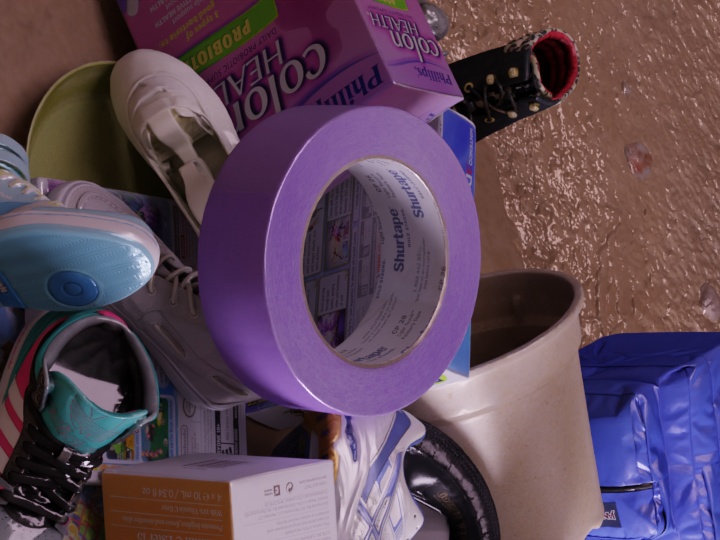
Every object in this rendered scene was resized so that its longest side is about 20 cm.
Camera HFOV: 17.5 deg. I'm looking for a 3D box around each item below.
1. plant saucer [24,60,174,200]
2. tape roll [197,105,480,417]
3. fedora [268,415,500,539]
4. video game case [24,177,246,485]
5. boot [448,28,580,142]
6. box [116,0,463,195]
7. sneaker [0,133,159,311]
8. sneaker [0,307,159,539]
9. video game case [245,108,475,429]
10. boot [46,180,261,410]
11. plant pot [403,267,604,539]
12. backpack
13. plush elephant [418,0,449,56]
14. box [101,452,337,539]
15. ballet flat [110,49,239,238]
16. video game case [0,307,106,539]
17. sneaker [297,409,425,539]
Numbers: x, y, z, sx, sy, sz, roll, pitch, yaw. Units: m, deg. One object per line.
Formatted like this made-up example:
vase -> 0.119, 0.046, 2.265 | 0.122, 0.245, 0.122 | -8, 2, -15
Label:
plant saucer -> -0.165, -0.047, 1.636 | 0.200, 0.031, 0.200 | 21, 61, -44
tape roll -> -0.011, -0.007, 1.520 | 0.200, 0.066, 0.200 | -4, 96, -44
fedora -> -0.003, 0.190, 1.666 | 0.200, 0.092, 0.201 | 2, 84, -25
video game case -> -0.150, 0.046, 1.578 | 0.182, 0.024, 0.200 | 9, 74, -46
boot -> 0.071, -0.123, 1.836 | 0.204, 0.154, 0.074 | -42, 107, -48
box -> -0.055, -0.164, 1.650 | 0.097, 0.176, 0.200 | 4, 58, -58
sneaker -> -0.211, -0.041, 1.465 | 0.080, 0.200, 0.131 | 72, 23, -43
sneaker -> -0.182, 0.108, 1.432 | 0.084, 0.121, 0.200 | 21, 69, -24
video game case -> 0.000, 0.000, 1.688 | 0.045, 0.181, 0.200 | 27, 57, -42
boot -> -0.115, 0.010, 1.535 | 0.200, 0.095, 0.074 | 48, 49, -28
plant pot -> 0.097, 0.123, 1.763 | 0.200, 0.200, 0.184 | -39, 116, -48
backpack -> 0.234, 0.165, 1.915 | 0.168, 0.162, 0.200 | -23, 106, -41
plush elephant -> -0.013, -0.206, 1.774 | 0.200, 0.165, 0.155 | -33, 100, -60
box -> -0.087, 0.224, 1.514 | 0.097, 0.124, 0.200 | -6, 94, -47
ballet flat -> -0.113, -0.076, 1.582 | 0.069, 0.069, 0.200 | -11, 63, -50
video game case -> -0.216, 0.129, 1.517 | 0.200, 0.022, 0.182 | 42, 48, -30
sneaker -> 0.004, 0.185, 1.576 | 0.088, 0.075, 0.200 | 9, 83, -25
